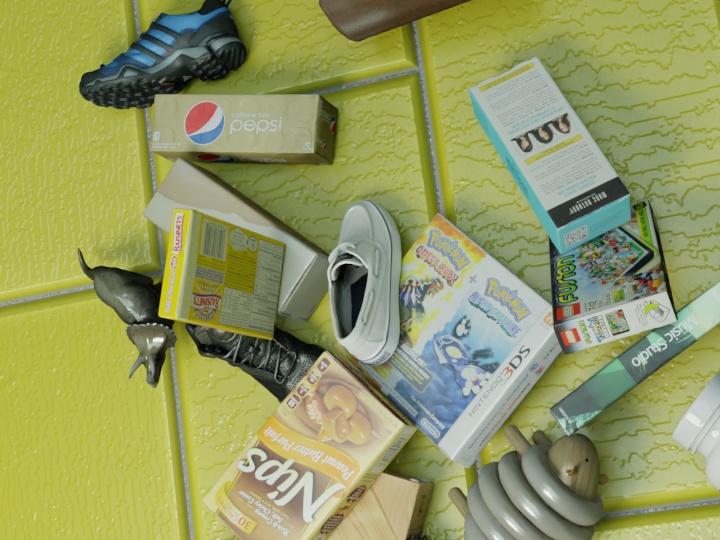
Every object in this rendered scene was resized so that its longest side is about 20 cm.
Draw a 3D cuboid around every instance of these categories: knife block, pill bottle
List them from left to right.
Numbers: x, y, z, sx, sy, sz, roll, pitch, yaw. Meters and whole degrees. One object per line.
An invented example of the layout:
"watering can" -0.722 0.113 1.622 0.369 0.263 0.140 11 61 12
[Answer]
"knife block" 0.004 0.289 1.432 0.199 0.064 0.176 15 86 19
"pill bottle" 0.397 0.185 1.295 0.200 0.109 0.109 38 94 19

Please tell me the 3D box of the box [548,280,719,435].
"box" 0.275 0.083 1.330 0.200 0.144 0.036 -40 80 10

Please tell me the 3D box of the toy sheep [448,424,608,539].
"toy sheep" 0.161 0.239 1.358 0.138 0.138 0.200 43 111 19

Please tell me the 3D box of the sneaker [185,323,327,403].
"sneaker" -0.107 0.088 1.472 0.199 0.114 0.076 34 95 17

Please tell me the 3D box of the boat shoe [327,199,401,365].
"boat shoe" 0.000 0.000 1.438 0.073 0.065 0.201 -31 46 27

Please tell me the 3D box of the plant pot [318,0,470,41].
"plant pot" 0.049 -0.349 1.451 0.198 0.200 0.201 -21 76 22

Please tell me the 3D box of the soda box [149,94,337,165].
"soda box" -0.129 -0.157 1.540 0.199 0.064 0.068 3 83 19

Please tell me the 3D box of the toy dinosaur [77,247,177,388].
"toy dinosaur" -0.249 0.032 1.531 0.077 0.102 0.200 -39 74 9

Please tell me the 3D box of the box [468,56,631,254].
"box" 0.190 -0.119 1.402 0.082 0.049 0.200 -25 58 -2

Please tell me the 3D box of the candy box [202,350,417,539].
"candy box" -0.051 0.196 1.400 0.115 0.055 0.200 41 93 22

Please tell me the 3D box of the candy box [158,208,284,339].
"candy box" -0.130 0.007 1.348 0.026 0.200 0.103 7 84 23

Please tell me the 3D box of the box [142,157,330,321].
"box" -0.127 -0.033 1.506 0.200 0.095 0.078 34 94 18

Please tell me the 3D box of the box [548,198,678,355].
"box" 0.239 0.003 1.336 0.110 0.200 0.035 -18 114 14

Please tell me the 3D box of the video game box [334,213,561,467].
"video game box" 0.095 0.068 1.417 0.182 0.047 0.200 -51 54 3

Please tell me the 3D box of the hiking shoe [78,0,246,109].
"hiking shoe" -0.230 -0.247 1.589 0.199 0.074 0.087 -17 70 5
